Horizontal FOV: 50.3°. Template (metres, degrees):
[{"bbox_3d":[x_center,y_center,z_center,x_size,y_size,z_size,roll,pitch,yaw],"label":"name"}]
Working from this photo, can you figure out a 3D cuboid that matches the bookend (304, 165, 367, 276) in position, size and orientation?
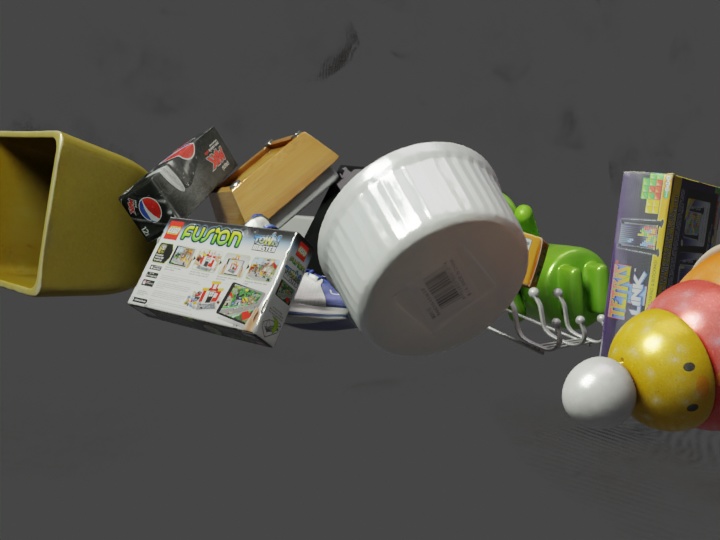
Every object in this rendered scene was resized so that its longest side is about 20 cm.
[{"bbox_3d":[0.000,0.000,1.053,0.090,0.201,0.202,7,-40,21],"label":"bookend"}]

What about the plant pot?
[{"bbox_3d":[-0.376,-0.065,1.040,0.191,0.201,0.198,9,-1,40],"label":"plant pot"}]

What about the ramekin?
[{"bbox_3d":[0.065,-0.011,0.738,0.196,0.203,0.099,3,40,-29],"label":"ramekin"}]

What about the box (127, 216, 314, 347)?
[{"bbox_3d":[-0.149,0.007,0.798,0.197,0.112,0.035,9,-23,37],"label":"box"}]

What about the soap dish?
[{"bbox_3d":[-0.127,-0.118,1.062,0.157,0.082,0.199,-41,17,-14],"label":"soap dish"}]

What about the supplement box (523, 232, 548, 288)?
[{"bbox_3d":[0.140,-0.038,0.996,0.196,0.070,0.066,22,4,20],"label":"supplement box"}]

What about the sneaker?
[{"bbox_3d":[-0.092,-0.002,0.852,0.194,0.118,0.081,7,-12,11],"label":"sneaker"}]

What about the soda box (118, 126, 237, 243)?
[{"bbox_3d":[-0.239,-0.121,1.030,0.062,0.072,0.201,-23,21,24],"label":"soda box"}]

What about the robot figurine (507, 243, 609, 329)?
[{"bbox_3d":[0.293,0.021,1.142,0.171,0.119,0.200,-8,7,-14],"label":"robot figurine"}]

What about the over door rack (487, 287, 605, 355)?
[{"bbox_3d":[0.187,0.051,0.946,0.197,0.069,0.146,9,5,41],"label":"over door rack"}]

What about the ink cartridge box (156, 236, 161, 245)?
[{"bbox_3d":[-0.193,-0.001,1.046,0.143,0.085,0.200,5,4,-5],"label":"ink cartridge box"}]

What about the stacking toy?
[{"bbox_3d":[0.232,0.073,0.561,0.196,0.150,0.146,-17,12,-19],"label":"stacking toy"}]

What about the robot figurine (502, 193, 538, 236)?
[{"bbox_3d":[0.174,-0.051,1.141,0.171,0.119,0.200,-3,21,23],"label":"robot figurine"}]

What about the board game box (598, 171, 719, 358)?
[{"bbox_3d":[0.325,0.004,0.826,0.056,0.206,0.163,11,6,42],"label":"board game box"}]

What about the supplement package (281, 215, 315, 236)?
[{"bbox_3d":[-0.067,-0.039,1.460,0.117,0.125,0.199,7,5,20],"label":"supplement package"}]
